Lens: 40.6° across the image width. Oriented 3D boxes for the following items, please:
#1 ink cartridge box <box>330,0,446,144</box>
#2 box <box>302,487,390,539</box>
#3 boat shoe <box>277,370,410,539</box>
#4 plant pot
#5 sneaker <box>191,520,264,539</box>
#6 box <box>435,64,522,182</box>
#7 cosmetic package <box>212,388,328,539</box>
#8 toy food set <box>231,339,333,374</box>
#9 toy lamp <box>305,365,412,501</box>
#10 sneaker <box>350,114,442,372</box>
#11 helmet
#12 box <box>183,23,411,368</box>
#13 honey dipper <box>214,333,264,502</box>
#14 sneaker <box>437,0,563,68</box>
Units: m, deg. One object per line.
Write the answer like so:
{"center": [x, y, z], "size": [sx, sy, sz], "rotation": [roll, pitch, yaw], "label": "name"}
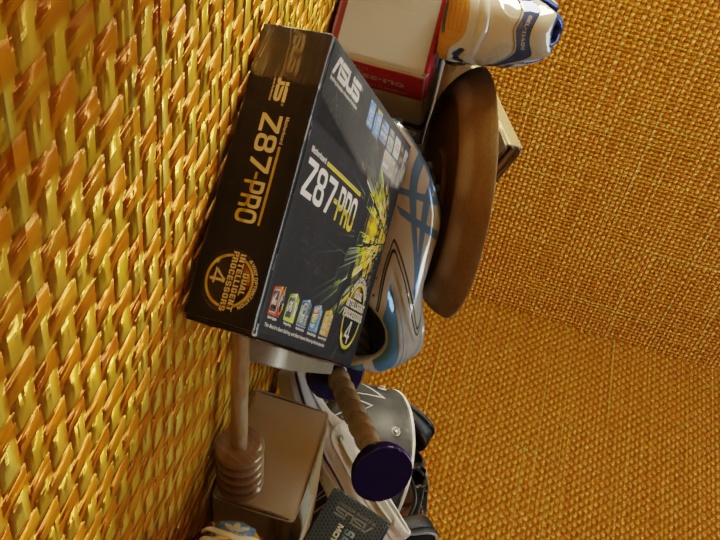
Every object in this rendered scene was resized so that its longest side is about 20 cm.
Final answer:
{"center": [0.033, -0.200, 0.812], "size": [0.200, 0.082, 0.147], "rotation": [77, 28, -79], "label": "ink cartridge box"}
{"center": [-0.048, 0.257, 0.711], "size": [0.159, 0.050, 0.201], "rotation": [-57, 173, -25], "label": "box"}
{"center": [-0.013, 0.178, 0.943], "size": [0.074, 0.066, 0.203], "rotation": [-39, 104, -85], "label": "boat shoe"}
{"center": [0.070, -0.064, 0.790], "size": [0.200, 0.027, 0.205], "rotation": [-173, -90, -82], "label": "plant pot"}
{"center": [-0.096, 0.198, 0.634], "size": [0.201, 0.074, 0.091], "rotation": [115, -3, -57], "label": "sneaker"}
{"center": [0.069, -0.129, 0.933], "size": [0.164, 0.021, 0.203], "rotation": [-52, -140, 37], "label": "box"}
{"center": [-0.079, 0.204, 0.850], "size": [0.202, 0.070, 0.107], "rotation": [99, 8, -54], "label": "cosmetic package"}
{"center": [-0.046, 0.001, 0.759], "size": [0.200, 0.059, 0.147], "rotation": [31, 74, -77], "label": "toy food set"}
{"center": [-0.009, 0.118, 0.842], "size": [0.201, 0.057, 0.059], "rotation": [-118, -142, -60], "label": "toy lamp"}
{"center": [0.016, -0.014, 0.736], "size": [0.071, 0.071, 0.204], "rotation": [-16, 118, -35], "label": "sneaker"}
{"center": [-0.005, 0.220, 1.068], "size": [0.190, 0.197, 0.204], "rotation": [42, 57, -44], "label": "helmet"}
{"center": [-0.029, -0.032, 0.593], "size": [0.200, 0.048, 0.165], "rotation": [37, 65, -72], "label": "box"}
{"center": [-0.083, 0.085, 0.665], "size": [0.038, 0.037, 0.203], "rotation": [-69, 169, -47], "label": "honey dipper"}
{"center": [0.110, -0.185, 0.748], "size": [0.200, 0.086, 0.077], "rotation": [-65, 166, -68], "label": "sneaker"}
